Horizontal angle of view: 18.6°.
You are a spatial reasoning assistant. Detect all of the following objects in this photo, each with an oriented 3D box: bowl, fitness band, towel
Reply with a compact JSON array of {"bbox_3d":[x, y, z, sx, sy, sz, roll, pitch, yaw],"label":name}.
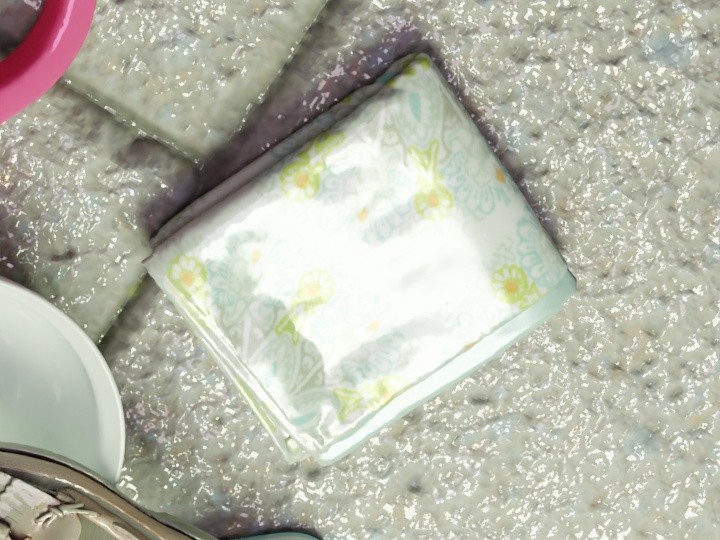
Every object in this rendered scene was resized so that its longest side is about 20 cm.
[{"bbox_3d":[-0.231,0.075,1.197,0.200,0.090,0.202,-5,115,-10],"label":"bowl"},{"bbox_3d":[-0.224,-0.128,1.110,0.200,0.037,0.144,-34,126,-19],"label":"fitness band"},{"bbox_3d":[0.000,0.000,1.236,0.200,0.048,0.171,-34,115,4],"label":"towel"}]

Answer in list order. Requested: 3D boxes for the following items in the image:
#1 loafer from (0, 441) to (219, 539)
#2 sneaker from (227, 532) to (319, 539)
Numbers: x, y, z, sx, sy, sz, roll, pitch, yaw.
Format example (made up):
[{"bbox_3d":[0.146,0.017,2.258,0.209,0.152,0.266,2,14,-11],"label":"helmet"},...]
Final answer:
[{"bbox_3d":[-0.148,0.149,1.163,0.199,0.063,0.072,24,109,-21],"label":"loafer"},{"bbox_3d":[-0.101,0.216,1.260,0.199,0.131,0.080,-13,115,-5],"label":"sneaker"}]
